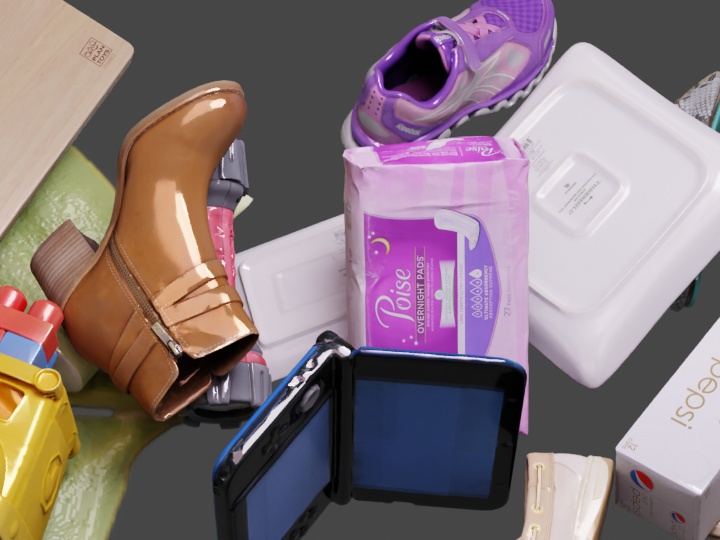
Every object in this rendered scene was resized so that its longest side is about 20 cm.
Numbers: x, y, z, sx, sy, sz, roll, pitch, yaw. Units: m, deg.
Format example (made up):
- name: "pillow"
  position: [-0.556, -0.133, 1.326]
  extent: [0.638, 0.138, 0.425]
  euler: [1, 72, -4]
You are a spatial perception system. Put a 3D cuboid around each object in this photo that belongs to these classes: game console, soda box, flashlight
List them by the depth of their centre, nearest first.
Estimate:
- name: "game console"
  position: [0.004, 0.135, 1.449]
  extent: [0.118, 0.200, 0.171]
  euler: [31, 63, 18]
- name: "soda box"
  position: [0.250, 0.086, 1.554]
  extent: [0.068, 0.064, 0.200]
  euler: [27, 58, 26]
- name: "flashlight"
  position: [-0.097, 0.004, 1.585]
  extent: [0.067, 0.068, 0.201]
  euler: [-5, 72, 7]

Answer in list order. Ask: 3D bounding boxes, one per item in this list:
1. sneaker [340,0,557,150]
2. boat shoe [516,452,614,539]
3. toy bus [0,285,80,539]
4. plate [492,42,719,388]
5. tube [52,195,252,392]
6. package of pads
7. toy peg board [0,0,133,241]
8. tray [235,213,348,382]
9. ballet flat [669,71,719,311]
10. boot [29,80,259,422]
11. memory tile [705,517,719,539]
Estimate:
- name: "sneaker"
  position: [0.070, -0.154, 1.700]
  extent: [0.200, 0.089, 0.080]
  euler: [-39, 64, -23]
- name: "boat shoe"
  position: [0.109, 0.200, 1.490]
  extent: [0.069, 0.074, 0.201]
  euler: [13, 49, 10]
- name: "toy bus"
  position: [-0.278, 0.093, 1.504]
  extent: [0.199, 0.136, 0.193]
  euler: [17, 63, 11]
- name: "plate"
  position: [0.154, -0.048, 1.613]
  extent: [0.200, 0.032, 0.200]
  euler: [-48, 57, -5]
- name: "tube"
  position: [-0.160, -0.003, 1.626]
  extent: [0.052, 0.058, 0.200]
  euler: [-3, 40, 47]
- name: "package of pads"
  position: [0.050, 0.014, 1.539]
  extent: [0.120, 0.201, 0.076]
  euler: [-3, 17, -5]
- name: "toy peg board"
  position: [-0.303, -0.122, 1.686]
  extent: [0.199, 0.098, 0.200]
  euler: [32, 62, 0]
- name: "tray"
  position: [0.000, 0.000, 1.610]
  extent: [0.199, 0.022, 0.108]
  euler: [-21, 58, 5]
- name: "ballet flat"
  position: [0.219, -0.066, 1.655]
  extent: [0.072, 0.072, 0.201]
  euler: [11, 59, 6]
- name: "boot"
  position: [-0.112, -0.012, 1.529]
  extent: [0.200, 0.074, 0.155]
  euler: [-49, 59, 11]
- name: "memory tile"
  position: [0.320, 0.189, 1.529]
  extent: [0.153, 0.017, 0.200]
  euler: [-26, 62, -16]
